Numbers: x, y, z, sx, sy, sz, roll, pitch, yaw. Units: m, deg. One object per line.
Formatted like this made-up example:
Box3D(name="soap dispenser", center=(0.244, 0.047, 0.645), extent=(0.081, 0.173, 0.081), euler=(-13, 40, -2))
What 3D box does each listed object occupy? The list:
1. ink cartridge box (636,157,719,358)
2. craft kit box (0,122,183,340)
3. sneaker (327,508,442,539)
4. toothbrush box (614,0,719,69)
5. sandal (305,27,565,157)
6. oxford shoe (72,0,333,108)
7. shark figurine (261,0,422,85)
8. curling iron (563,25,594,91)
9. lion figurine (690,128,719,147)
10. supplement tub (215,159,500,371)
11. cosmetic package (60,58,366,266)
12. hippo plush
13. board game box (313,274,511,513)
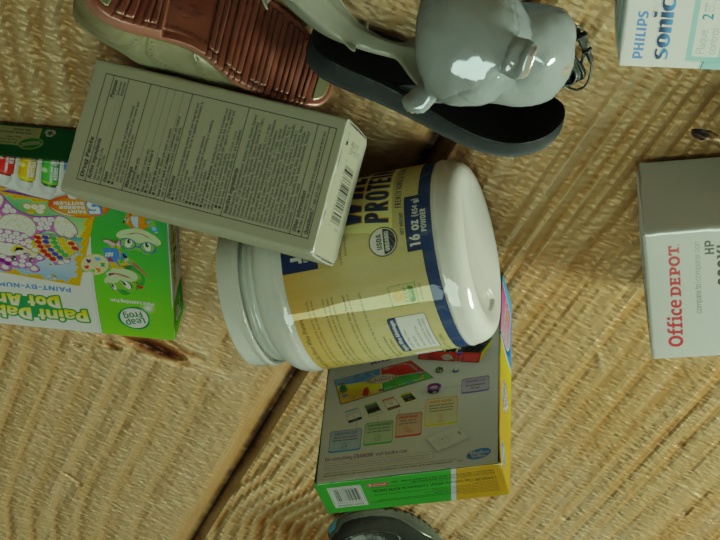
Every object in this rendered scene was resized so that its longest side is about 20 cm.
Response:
Box3D(name="ink cartridge box", center=(0.319, -0.012, 1.200), extent=(0.198, 0.084, 0.146), euler=(-4, 135, 11))
Box3D(name="craft kit box", center=(-0.251, -0.031, 1.279), extent=(0.198, 0.049, 0.198), euler=(5, 138, 2))
Box3D(name="sneaker", center=(0.057, 0.303, 1.547), extent=(0.199, 0.082, 0.073), euler=(25, 134, -16))
Box3D(name="toothbrush box", center=(0.272, -0.212, 1.007), extent=(0.198, 0.086, 0.147), euler=(4, 135, 4))
Box3D(name="sandal", center=(0.058, -0.136, 1.113), extent=(0.198, 0.076, 0.043), euler=(17, 134, -10))
Box3D(name="oxford shoe", center=(-0.114, -0.169, 1.122), extent=(0.199, 0.071, 0.074), euler=(25, 158, -18))
Box3D(name="shark figurine", center=(-0.032, -0.190, 1.047), extent=(0.127, 0.090, 0.215), euler=(-24, 116, 32))
Box3D(name="curling iron", center=(0.085, -0.191, 1.095), extent=(0.199, 0.026, 0.050), euler=(30, 110, -16))
Box3D(name="lion figurine", center=(0.352, -0.107, 1.116), extent=(0.198, 0.073, 0.122), euler=(-3, 178, 30))
Box3D(name="supplement tub", center=(0.000, 0.000, 1.207), extent=(0.198, 0.145, 0.145), euler=(-10, 133, 16))
Box3D(name="cosmetic package", center=(-0.106, -0.078, 1.128), extent=(0.198, 0.104, 0.073), euler=(15, 177, 14))
Box3D(name="hippo plush", center=(0.084, -0.187, 0.954), extent=(0.159, 0.162, 0.199), euler=(-26, 161, 37))
Box3D(name="board game box", center=(0.047, 0.098, 1.260), extent=(0.152, 0.201, 0.041), euler=(-8, 134, 15))
